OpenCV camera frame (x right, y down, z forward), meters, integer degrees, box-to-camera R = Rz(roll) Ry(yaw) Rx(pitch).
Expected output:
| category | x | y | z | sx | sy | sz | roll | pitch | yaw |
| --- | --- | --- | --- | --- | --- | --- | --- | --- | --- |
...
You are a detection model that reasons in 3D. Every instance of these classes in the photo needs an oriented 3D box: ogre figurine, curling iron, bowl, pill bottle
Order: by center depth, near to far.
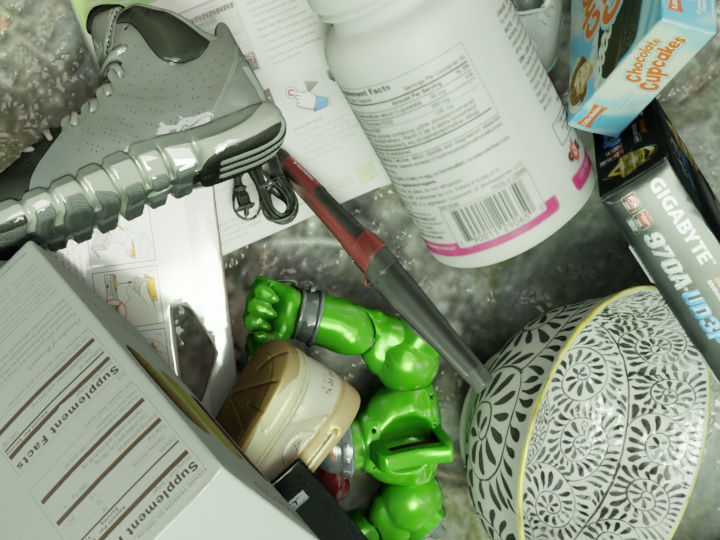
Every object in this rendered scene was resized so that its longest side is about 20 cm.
| category | x | y | z | sx | sy | sz | roll | pitch | yaw |
| --- | --- | --- | --- | --- | --- | --- | --- | --- | --- |
| curling iron | 0.000 | 0.000 | 0.952 | 0.200 | 0.026 | 0.050 | 42 | 74 | 3 |
| pill bottle | 0.048 | -0.113 | 0.953 | 0.113 | 0.113 | 0.201 | -33 | 112 | -9 |
| ogre figurine | -0.007 | 0.103 | 0.983 | 0.119 | 0.098 | 0.202 | -3 | 87 | -4 |
| bowl | 0.123 | 0.099 | 0.997 | 0.200 | 0.094 | 0.203 | -18 | 114 | -45 |

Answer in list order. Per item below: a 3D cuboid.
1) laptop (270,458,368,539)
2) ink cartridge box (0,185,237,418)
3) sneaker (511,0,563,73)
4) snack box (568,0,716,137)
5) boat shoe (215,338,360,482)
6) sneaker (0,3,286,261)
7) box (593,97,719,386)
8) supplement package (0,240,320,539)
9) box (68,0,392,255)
| category | x | y | z | sx | sy | sz | roll | pitch | yaw |
| --- | --- | --- | --- | --- | --- | --- | --- | --- | --- |
| laptop | -0.061 | 0.215 | 0.948 | 0.177 | 0.200 | 0.103 | -40 | 79 | -6 |
| ink cartridge box | -0.163 | 0.056 | 0.964 | 0.175 | 0.045 | 0.202 | -8 | 98 | -10 |
| sneaker | 0.094 | -0.212 | 0.957 | 0.077 | 0.140 | 0.202 | -15 | 97 | -12 |
| snack box | 0.162 | -0.192 | 0.947 | 0.037 | 0.116 | 0.202 | 13 | 62 | -15 |
| boat shoe | -0.068 | 0.135 | 0.923 | 0.069 | 0.074 | 0.201 | 25 | 112 | -24 |
| sneaker | -0.150 | -0.086 | 0.910 | 0.199 | 0.075 | 0.116 | -21 | 79 | -18 |
| box | 0.198 | -0.016 | 0.970 | 0.046 | 0.200 | 0.160 | -31 | 101 | 15 |
| supplement package | -0.133 | 0.100 | 0.839 | 0.110 | 0.200 | 0.114 | -45 | 142 | -2 |
| box | -0.081 | -0.118 | 0.979 | 0.143 | 0.036 | 0.202 | -23 | 101 | -11 |
